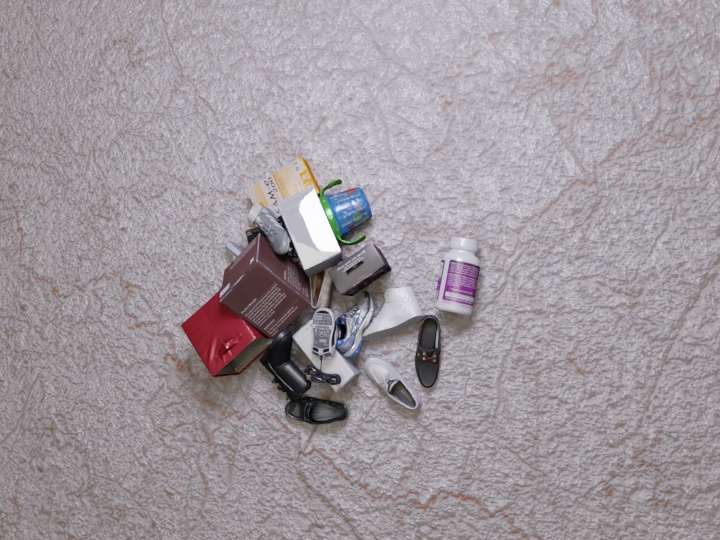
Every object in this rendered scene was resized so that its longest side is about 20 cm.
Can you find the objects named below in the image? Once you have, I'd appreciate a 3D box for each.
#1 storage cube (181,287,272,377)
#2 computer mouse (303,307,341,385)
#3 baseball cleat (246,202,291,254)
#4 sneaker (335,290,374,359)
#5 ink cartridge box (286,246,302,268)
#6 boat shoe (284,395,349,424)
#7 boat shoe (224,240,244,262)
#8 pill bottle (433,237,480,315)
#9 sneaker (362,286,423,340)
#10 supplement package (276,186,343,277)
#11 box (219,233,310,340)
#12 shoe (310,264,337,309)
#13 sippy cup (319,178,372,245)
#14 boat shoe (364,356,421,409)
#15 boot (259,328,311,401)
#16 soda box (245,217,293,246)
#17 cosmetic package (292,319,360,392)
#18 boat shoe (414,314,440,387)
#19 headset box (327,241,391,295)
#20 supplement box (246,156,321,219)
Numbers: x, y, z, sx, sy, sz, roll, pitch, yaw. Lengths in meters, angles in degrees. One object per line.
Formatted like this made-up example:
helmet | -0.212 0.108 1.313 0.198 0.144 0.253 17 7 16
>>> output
storage cube | -0.374 0.178 1.734 0.170 0.200 0.181 -40 75 6
computer mouse | -0.097 0.205 1.647 0.107 0.044 0.206 4 87 24
baseball cleat | -0.262 -0.117 1.674 0.071 0.105 0.201 -57 39 19
sneaker | -0.023 0.141 1.700 0.084 0.077 0.204 29 63 -23
ink cartridge box | -0.171 -0.032 1.796 0.194 0.037 0.098 6 86 12
boat shoe | -0.131 0.407 1.736 0.194 0.066 0.077 7 87 10
boat shoe | -0.343 0.001 1.809 0.201 0.075 0.087 40 96 1
pill bottle | 0.273 0.016 1.674 0.109 0.112 0.206 11 88 10
sneaker | 0.076 0.119 1.730 0.196 0.074 0.118 -24 65 14
supplement package | -0.138 -0.105 1.668 0.115 0.117 0.204 -23 80 -4
box | -0.263 0.046 1.684 0.165 0.165 0.199 -42 116 16
shoe | -0.109 0.014 1.728 0.068 0.053 0.206 5 88 33
sippy cup | -0.039 -0.172 1.742 0.128 0.140 0.182 -22 107 -3
boat shoe | 0.088 0.321 1.705 0.072 0.066 0.200 -46 80 4
boot | -0.201 0.273 1.707 0.163 0.073 0.199 47 137 9
soda box | -0.233 -0.106 1.770 0.195 0.064 0.072 -21 57 -2
cosmetic package | -0.094 0.242 1.722 0.081 0.113 0.201 -39 78 4
boat shoe | 0.190 0.229 1.698 0.072 0.063 0.208 3 87 7
headset box | 0.000 0.000 1.678 0.147 0.200 0.078 -34 81 6
supplement box | -0.224 -0.230 1.800 0.197 0.073 0.128 -30 81 7
